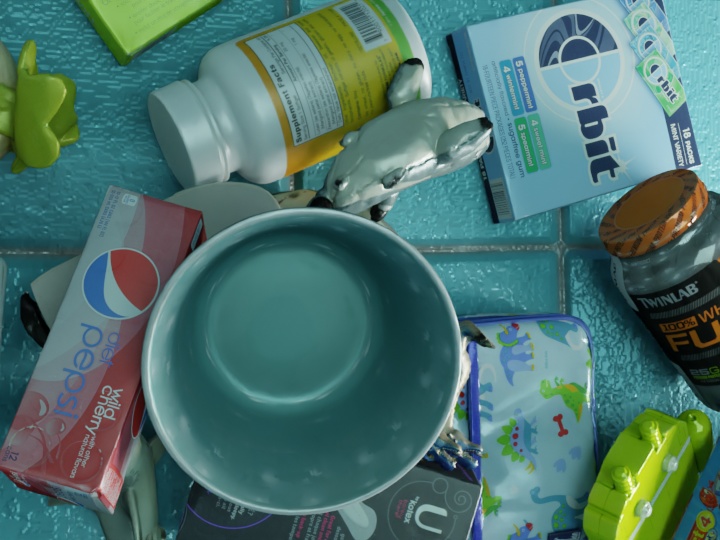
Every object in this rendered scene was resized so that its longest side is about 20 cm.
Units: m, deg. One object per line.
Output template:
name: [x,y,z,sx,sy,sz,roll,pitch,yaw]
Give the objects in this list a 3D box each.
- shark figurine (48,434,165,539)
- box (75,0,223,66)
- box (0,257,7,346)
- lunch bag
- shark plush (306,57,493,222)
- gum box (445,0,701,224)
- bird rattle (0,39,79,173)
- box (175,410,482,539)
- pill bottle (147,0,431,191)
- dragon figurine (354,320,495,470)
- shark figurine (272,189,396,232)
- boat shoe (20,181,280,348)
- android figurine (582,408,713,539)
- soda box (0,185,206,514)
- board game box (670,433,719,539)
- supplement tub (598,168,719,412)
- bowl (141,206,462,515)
shark figurine: [-0.191,0.196,0.852,0.089,0.128,0.215,2,101,5]
box: [-0.190,-0.273,0.875,0.122,0.048,0.200,-37,100,-18]
box: [-0.337,0.073,0.731,0.198,0.200,0.172,4,85,-21]
lunch bag: [0.116,0.136,0.959,0.160,0.082,0.201,1,87,-17]
shark plush: [0.023,-0.062,0.844,0.091,0.083,0.200,34,67,22]
gum box: [0.191,-0.148,1.012,0.200,0.045,0.170,-16,94,-21]
bird rattle: [-0.304,-0.104,0.823,0.200,0.113,0.163,-30,86,-6]
box: [-0.023,0.179,0.857,0.199,0.106,0.123,18,89,2]
pill bottle: [-0.056,-0.134,0.887,0.200,0.111,0.111,-25,97,-19]
dragon figurine: [0.030,0.056,0.844,0.099,0.059,0.200,-44,78,2]
shark figurine: [0.020,0.008,0.925,0.128,0.089,0.215,-32,81,5]
boat shoe: [-0.151,0.006,0.855,0.200,0.093,0.075,-25,71,-14]
android figurine: [0.241,0.196,0.964,0.182,0.041,0.200,-51,141,-23]
soda box: [-0.164,0.050,0.751,0.070,0.063,0.200,16,67,2]
board game box: [0.357,0.229,0.998,0.200,0.056,0.196,20,96,-40]
supplement tub: [0.300,0.018,0.997,0.123,0.122,0.200,-45,108,-16]
bowl: [-0.043,0.048,0.757,0.200,0.105,0.201,-2,104,-10]
